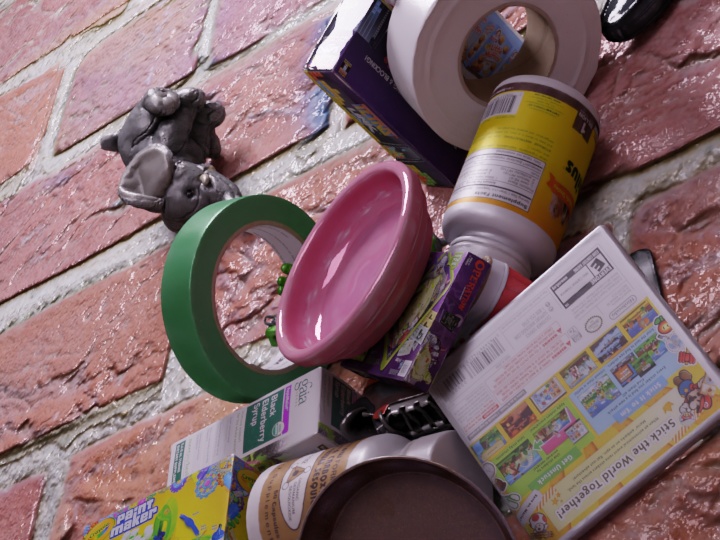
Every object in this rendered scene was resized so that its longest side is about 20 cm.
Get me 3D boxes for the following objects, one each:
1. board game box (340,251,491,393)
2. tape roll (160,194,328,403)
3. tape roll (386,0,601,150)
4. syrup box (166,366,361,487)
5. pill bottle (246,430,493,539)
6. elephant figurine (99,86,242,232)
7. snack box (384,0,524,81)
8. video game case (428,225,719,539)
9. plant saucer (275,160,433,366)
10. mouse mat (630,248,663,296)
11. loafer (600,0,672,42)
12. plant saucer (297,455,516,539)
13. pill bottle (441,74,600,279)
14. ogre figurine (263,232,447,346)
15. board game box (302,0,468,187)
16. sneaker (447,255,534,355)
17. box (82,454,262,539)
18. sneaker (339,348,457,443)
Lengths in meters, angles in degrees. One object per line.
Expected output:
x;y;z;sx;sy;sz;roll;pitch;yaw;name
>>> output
0.044;0.041;1.458;0.121;0.032;0.200;-67;15;-5;board game box
-0.103;0.028;1.645;0.048;0.200;0.202;-8;52;45;tape roll
0.128;-0.218;1.611;0.202;0.202;0.071;-46;34;7;tape roll
-0.087;0.176;1.595;0.199;0.081;0.079;-30;40;30;syrup box
0.009;0.201;1.431;0.199;0.114;0.115;-20;44;36;pill bottle
-0.218;-0.107;1.985;0.155;0.140;0.202;126;142;-52;elephant figurine
0.103;-0.236;1.656;0.072;0.200;0.024;-52;36;-4;snack box
0.173;0.096;1.345;0.200;0.023;0.183;-41;67;13;video game case
0.000;0.000;1.497;0.201;0.051;0.201;-46;26;30;plant saucer
0.194;0.084;1.424;0.160;0.008;0.201;-33;39;25;mouse mat
0.284;-0.313;1.637;0.068;0.070;0.202;17;72;54;loafer
0.043;0.242;1.334;0.198;0.034;0.203;3;97;24;plant saucer
0.142;-0.070;1.537;0.109;0.109;0.201;-4;55;47;pill bottle
0.006;0.006;1.636;0.119;0.099;0.199;1;15;42;ogre figurine
0.056;-0.207;1.685;0.056;0.200;0.166;8;64;50;board game box
0.124;0.058;1.479;0.200;0.112;0.072;129;163;-67;sneaker
-0.155;0.304;1.516;0.199;0.122;0.194;-28;40;31;box
0.056;0.126;1.463;0.082;0.077;0.199;-37;10;-36;sneaker
